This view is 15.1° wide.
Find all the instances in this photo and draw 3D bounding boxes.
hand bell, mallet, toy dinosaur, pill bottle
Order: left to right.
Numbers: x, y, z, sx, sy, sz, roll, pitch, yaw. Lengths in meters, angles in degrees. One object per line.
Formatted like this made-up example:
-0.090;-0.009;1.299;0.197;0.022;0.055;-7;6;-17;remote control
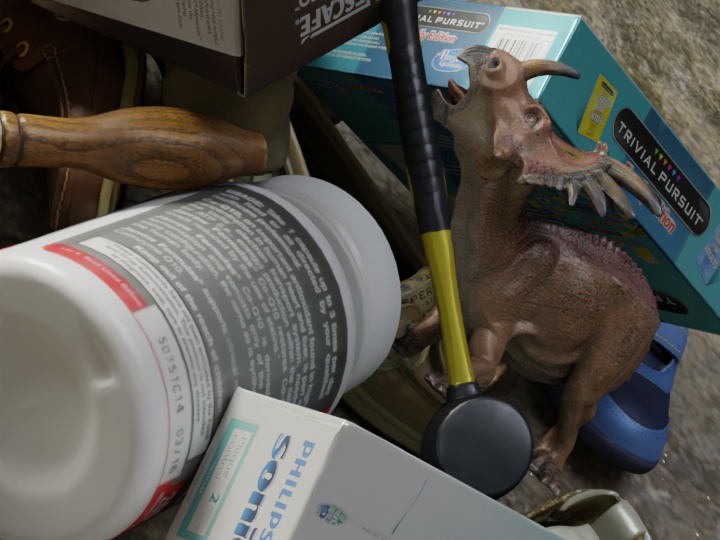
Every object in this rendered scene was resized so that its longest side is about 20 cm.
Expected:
-0.129;-0.051;1.032;0.199;0.104;0.104;1;53;-28;hand bell
-0.072;0.029;1.061;0.114;0.114;0.200;54;33;9;pill bottle
0.032;-0.008;1.043;0.066;0.041;0.201;-171;-108;-84;mallet
0.085;0.007;1.149;0.086;0.136;0.200;42;0;42;toy dinosaur

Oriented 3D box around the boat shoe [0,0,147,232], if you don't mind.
-0.130;-0.085;1.163;0.067;0.072;0.200;7;43;-14;boat shoe

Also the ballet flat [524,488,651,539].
0.091;0.132;1.196;0.071;0.065;0.200;55;32;9;ballet flat

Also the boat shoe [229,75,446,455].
0.000;0.000;1.226;0.200;0.063;0.073;50;31;0;boat shoe

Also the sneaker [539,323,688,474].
0.135;0.013;1.360;0.074;0.082;0.200;32;37;-27;sneaker

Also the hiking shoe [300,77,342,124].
-0.040;-0.173;1.324;0.076;0.101;0.200;-13;67;-56;hiking shoe

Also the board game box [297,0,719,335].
0.081;-0.050;1.250;0.200;0.151;0.047;45;67;-43;board game box

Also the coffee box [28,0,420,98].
-0.083;-0.153;1.091;0.200;0.080;0.113;25;40;34;coffee box

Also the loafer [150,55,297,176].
-0.054;-0.110;1.168;0.076;0.068;0.200;7;29;-14;loafer

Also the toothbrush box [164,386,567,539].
0.017;0.153;0.995;0.200;0.085;0.147;29;81;-31;toothbrush box
